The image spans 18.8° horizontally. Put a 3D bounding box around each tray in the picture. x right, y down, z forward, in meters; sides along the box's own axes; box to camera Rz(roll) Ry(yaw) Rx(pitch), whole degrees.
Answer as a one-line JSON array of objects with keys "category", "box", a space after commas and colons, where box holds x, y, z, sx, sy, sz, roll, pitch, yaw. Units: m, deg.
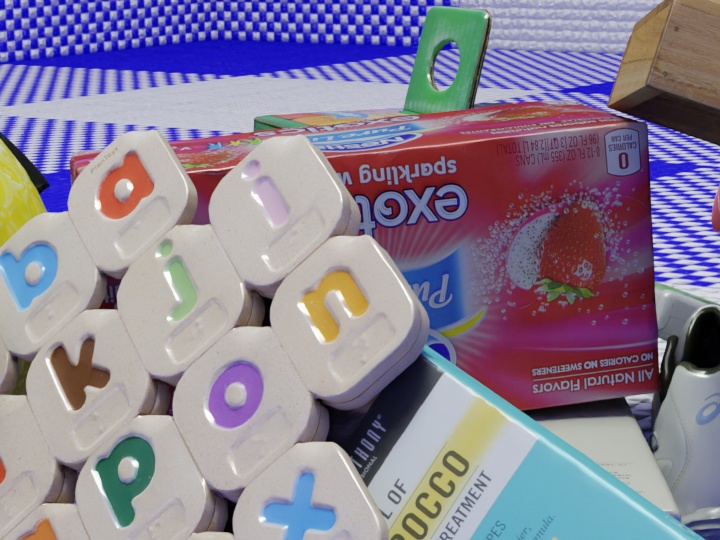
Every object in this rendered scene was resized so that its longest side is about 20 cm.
[{"category": "tray", "box": [0.188, -0.042, 0.728, 0.199, 0.037, 0.099, 20, 0, -1]}]

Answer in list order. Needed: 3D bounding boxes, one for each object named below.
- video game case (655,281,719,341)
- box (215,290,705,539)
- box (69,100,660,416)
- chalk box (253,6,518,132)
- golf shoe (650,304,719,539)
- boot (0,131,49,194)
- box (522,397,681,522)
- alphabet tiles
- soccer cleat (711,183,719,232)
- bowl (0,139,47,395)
[{"category": "video game case", "box": [0.174, 0.031, 0.975, 0.199, 0.022, 0.182, 18, 2, -22]}, {"category": "box", "box": [0.026, 0.076, 0.606, 0.049, 0.083, 0.200, 33, 0, -45]}, {"category": "box", "box": [0.000, 0.000, 0.777, 0.199, 0.100, 0.095, -6, 11, -9]}, {"category": "chalk box", "box": [0.030, -0.007, 0.903, 0.123, 0.201, 0.125, -6, 10, -20]}, {"category": "golf shoe", "box": [0.146, 0.057, 0.820, 0.078, 0.098, 0.200, -6, 7, 11]}, {"category": "boot", "box": [-0.185, 0.039, 0.950, 0.174, 0.201, 0.069, -32, 7, 28]}, {"category": "box", "box": [0.059, 0.088, 0.747, 0.082, 0.069, 0.200, -2, 10, 2]}, {"category": "alphabet tiles", "box": [-0.070, 0.052, 0.649, 0.015, 0.200, 0.196, 37, 14, -47]}, {"category": "soccer cleat", "box": [0.223, 0.023, 0.868, 0.067, 0.200, 0.076, -45, -2, -19]}, {"category": "bowl", "box": [-0.170, 0.051, 0.808, 0.108, 0.200, 0.200, 41, 5, -9]}]
